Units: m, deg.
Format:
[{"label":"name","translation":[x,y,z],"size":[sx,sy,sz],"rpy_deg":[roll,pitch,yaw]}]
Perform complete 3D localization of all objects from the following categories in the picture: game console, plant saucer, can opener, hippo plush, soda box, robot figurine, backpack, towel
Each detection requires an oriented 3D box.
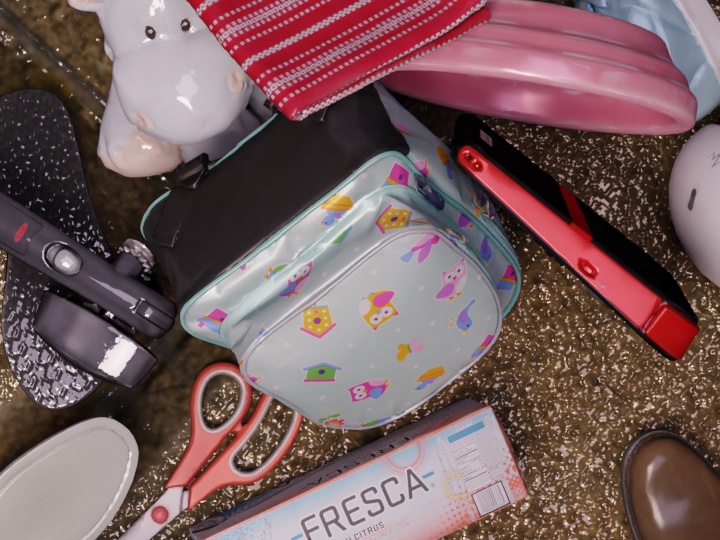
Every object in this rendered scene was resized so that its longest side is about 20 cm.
[{"label":"game console","translation":[0.122,-0.024,1.234],"size":[0.177,0.200,0.031],"rpy_deg":[38,99,-4]},{"label":"plant saucer","translation":[0.103,-0.123,1.233],"size":[0.199,0.201,0.051],"rpy_deg":[9,89,-7]},{"label":"can opener","translation":[-0.193,-0.014,1.213],"size":[0.200,0.063,0.079],"rpy_deg":[36,76,3]},{"label":"hippo plush","translation":[-0.091,-0.147,1.228],"size":[0.158,0.161,0.201],"rpy_deg":[-12,89,-8]},{"label":"soda box","translation":[-0.002,0.148,1.272],"size":[0.199,0.068,0.064],"rpy_deg":[-24,95,-10]},{"label":"robot figurine","translation":[0.291,-0.062,1.294],"size":[0.199,0.125,0.151],"rpy_deg":[-28,89,-9]},{"label":"backpack","translation":[0.000,0.000,1.208],"size":[0.176,0.200,0.154],"rpy_deg":[-40,57,13]},{"label":"towel","translation":[-0.039,-0.184,1.151],"size":[0.144,0.023,0.200],"rpy_deg":[-30,67,-23]}]

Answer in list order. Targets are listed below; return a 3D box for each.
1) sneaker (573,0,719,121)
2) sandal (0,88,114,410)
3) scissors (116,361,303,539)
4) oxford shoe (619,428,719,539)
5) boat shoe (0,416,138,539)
[{"label":"sneaker","translation":[0.160,-0.175,1.308],"size":[0.082,0.074,0.200],"rpy_deg":[-35,92,-11]},{"label":"sandal","translation":[-0.187,-0.012,1.272],"size":[0.075,0.048,0.201],"rpy_deg":[-8,76,-7]},{"label":"scissors","translation":[-0.111,0.147,1.286],"size":[0.073,0.014,0.200],"rpy_deg":[34,83,-5]},{"label":"oxford shoe","translation":[0.228,0.190,1.297],"size":[0.072,0.084,0.201],"rpy_deg":[-28,90,-6]},{"label":"boat shoe","translation":[-0.219,0.160,1.247],"size":[0.200,0.060,0.076],"rpy_deg":[-42,113,-9]}]
